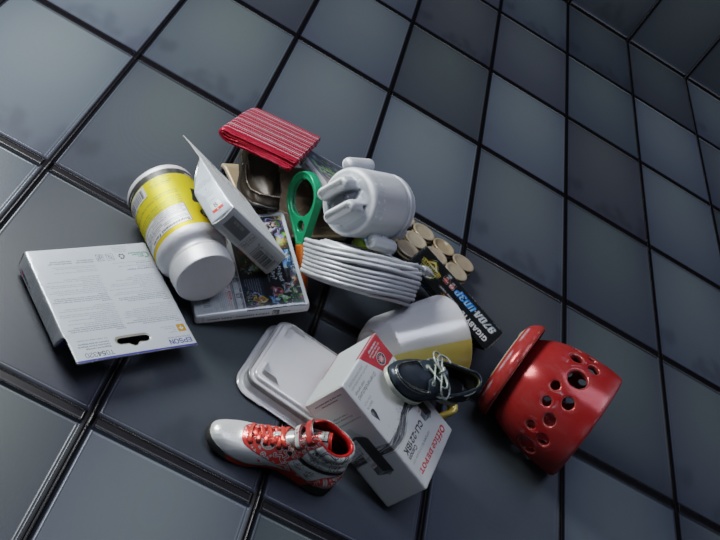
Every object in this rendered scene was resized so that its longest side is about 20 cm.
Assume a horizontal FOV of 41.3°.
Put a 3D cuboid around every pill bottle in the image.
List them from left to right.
[{"bbox_3d":[-0.273,-0.057,1.459,0.113,0.115,0.201,-2,46,-39],"label":"pill bottle"}]

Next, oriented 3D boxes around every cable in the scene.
[{"bbox_3d":[0.000,0.000,1.528,0.198,0.070,0.200,17,3,23],"label":"cable"}]

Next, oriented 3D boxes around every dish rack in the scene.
[{"bbox_3d":[-0.075,0.168,1.458,0.199,0.044,0.172,35,36,-3],"label":"dish rack"}]

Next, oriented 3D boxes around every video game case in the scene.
[{"bbox_3d":[-0.190,-0.008,1.526,0.180,0.023,0.201,-6,51,-17],"label":"video game case"},{"bbox_3d":[-0.022,-0.146,1.753,0.199,0.023,0.182,24,21,-43],"label":"video game case"}]

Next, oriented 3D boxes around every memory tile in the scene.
[{"bbox_3d":[0.124,-0.039,1.842,0.199,0.017,0.153,38,30,3],"label":"memory tile"}]

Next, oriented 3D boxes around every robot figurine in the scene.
[{"bbox_3d":[0.016,-0.108,1.584,0.199,0.112,0.171,2,72,-54],"label":"robot figurine"}]

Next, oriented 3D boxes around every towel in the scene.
[{"bbox_3d":[-0.154,-0.231,1.657,0.144,0.023,0.200,26,23,1],"label":"towel"}]

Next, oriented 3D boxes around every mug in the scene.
[{"bbox_3d":[0.087,0.134,1.540,0.152,0.151,0.187,-7,39,-32],"label":"mug"}]

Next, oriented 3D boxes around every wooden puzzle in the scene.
[{"bbox_3d":[-0.142,-0.113,1.706,0.184,0.046,0.201,-1,46,-39],"label":"wooden puzzle"}]

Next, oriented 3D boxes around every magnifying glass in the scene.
[{"bbox_3d":[-0.096,-0.065,1.596,0.022,0.079,0.202,4,90,-42],"label":"magnifying glass"}]

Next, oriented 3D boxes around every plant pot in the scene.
[{"bbox_3d":[0.307,0.210,1.595,0.182,0.201,0.200,34,36,13],"label":"plant pot"}]

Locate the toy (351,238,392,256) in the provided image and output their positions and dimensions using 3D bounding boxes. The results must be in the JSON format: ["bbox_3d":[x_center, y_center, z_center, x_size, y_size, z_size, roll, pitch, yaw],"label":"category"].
[{"bbox_3d":[0.007,-0.049,1.733,0.200,0.047,0.115,52,10,26],"label":"toy"}]

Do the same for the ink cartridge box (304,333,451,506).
[{"bbox_3d":[0.031,0.219,1.404,0.201,0.083,0.144,52,33,-11],"label":"ink cartridge box"}]

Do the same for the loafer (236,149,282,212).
[{"bbox_3d":[-0.174,-0.175,1.645,0.072,0.072,0.201,10,35,-25],"label":"loafer"}]

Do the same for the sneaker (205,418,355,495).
[{"bbox_3d":[-0.105,0.231,1.313,0.200,0.108,0.068,27,38,-12],"label":"sneaker"}]

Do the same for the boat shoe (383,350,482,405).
[{"bbox_3d":[0.112,0.164,1.424,0.199,0.062,0.076,21,47,-46],"label":"boat shoe"}]

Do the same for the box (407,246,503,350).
[{"bbox_3d":[0.161,0.049,1.673,0.200,0.046,0.159,49,-1,2],"label":"box"}]

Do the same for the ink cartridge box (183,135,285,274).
[{"bbox_3d":[-0.212,-0.103,1.491,0.200,0.050,0.162,49,1,38],"label":"ink cartridge box"}]

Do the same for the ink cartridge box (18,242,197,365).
[{"bbox_3d":[-0.359,0.051,1.359,0.195,0.043,0.201,-6,55,-44],"label":"ink cartridge box"}]
